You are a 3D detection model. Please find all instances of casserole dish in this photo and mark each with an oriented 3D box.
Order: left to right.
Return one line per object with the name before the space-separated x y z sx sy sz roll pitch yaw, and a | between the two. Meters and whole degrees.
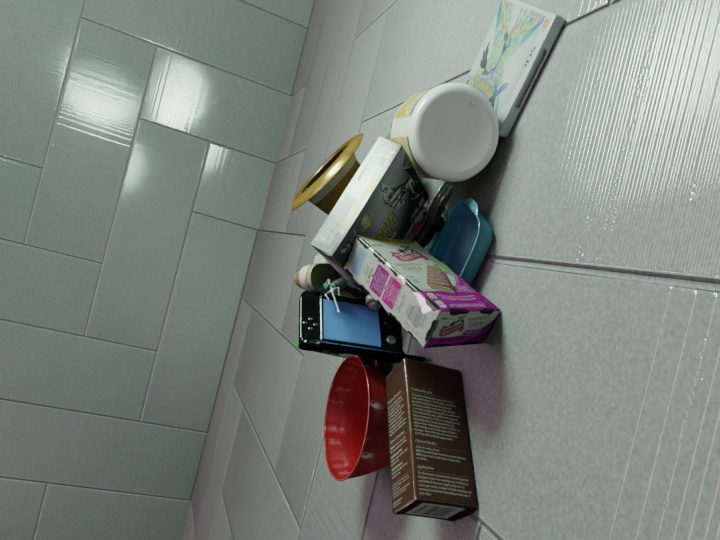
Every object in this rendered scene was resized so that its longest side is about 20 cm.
casserole dish | 0.152 -0.014 0.959 0.122 0.038 0.204 -113 41 -60

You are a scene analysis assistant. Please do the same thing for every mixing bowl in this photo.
mixing bowl | 0.019 0.257 1.028 0.200 0.106 0.205 -167 90 -70

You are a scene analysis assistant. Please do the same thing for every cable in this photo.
cable | 0.105 -0.088 0.966 0.097 0.050 0.200 -48 -13 -3

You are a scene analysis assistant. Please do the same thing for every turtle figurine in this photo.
turtle figurine | 0.000 0.000 1.092 0.148 0.100 0.204 -26 74 31

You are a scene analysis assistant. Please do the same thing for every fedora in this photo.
fedora | -0.040 -0.154 1.079 0.200 0.082 0.201 -42 14 13

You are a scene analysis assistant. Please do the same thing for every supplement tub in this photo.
supplement tub | 0.129 -0.224 0.992 0.200 0.141 0.148 -128 55 -76

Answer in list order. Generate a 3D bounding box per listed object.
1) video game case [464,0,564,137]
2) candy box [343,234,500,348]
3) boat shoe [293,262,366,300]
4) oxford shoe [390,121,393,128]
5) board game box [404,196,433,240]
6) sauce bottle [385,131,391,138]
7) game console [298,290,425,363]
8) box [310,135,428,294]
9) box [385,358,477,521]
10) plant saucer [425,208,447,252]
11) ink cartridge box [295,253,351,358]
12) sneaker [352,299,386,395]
video game case | 0.234 -0.335 0.976 0.201 0.022 0.185 -109 37 -58
candy box | 0.085 0.026 0.871 0.200 0.134 0.062 42 118 40
boat shoe | -0.043 0.019 1.194 0.067 0.197 0.077 -3 77 46
oxford shoe | 0.119 -0.284 1.186 0.199 0.071 0.073 -176 101 -70
board game box | 0.044 -0.087 1.165 0.200 0.133 0.035 129 152 -48
sauce bottle | 0.054 -0.246 1.304 0.200 0.064 0.068 144 139 -80
game console | -0.001 0.095 1.055 0.117 0.195 0.179 120 154 -47
box | 0.021 -0.083 0.957 0.048 0.159 0.202 28 80 29
box | 0.095 0.236 0.851 0.075 0.098 0.204 128 150 -47
plant saucer | 0.108 -0.027 1.122 0.201 0.019 0.071 123 154 -45
ink cartridge box | -0.041 0.078 1.274 0.083 0.143 0.205 172 111 -67
sneaker | 0.014 0.145 1.176 0.082 0.076 0.205 126 157 -66
